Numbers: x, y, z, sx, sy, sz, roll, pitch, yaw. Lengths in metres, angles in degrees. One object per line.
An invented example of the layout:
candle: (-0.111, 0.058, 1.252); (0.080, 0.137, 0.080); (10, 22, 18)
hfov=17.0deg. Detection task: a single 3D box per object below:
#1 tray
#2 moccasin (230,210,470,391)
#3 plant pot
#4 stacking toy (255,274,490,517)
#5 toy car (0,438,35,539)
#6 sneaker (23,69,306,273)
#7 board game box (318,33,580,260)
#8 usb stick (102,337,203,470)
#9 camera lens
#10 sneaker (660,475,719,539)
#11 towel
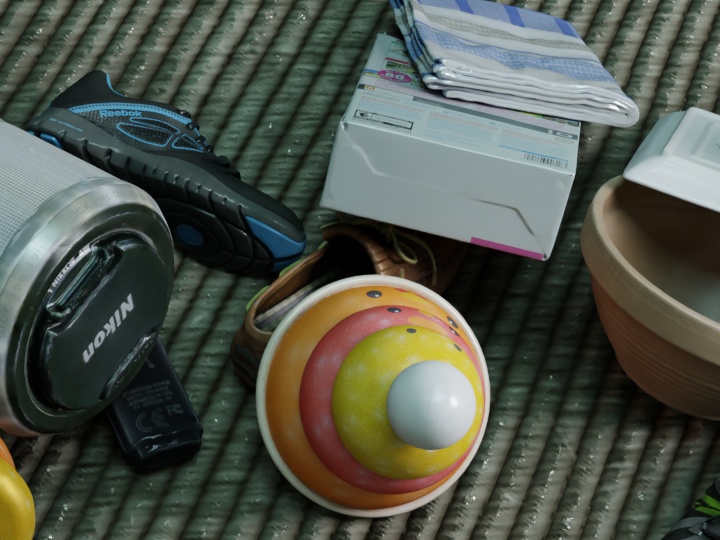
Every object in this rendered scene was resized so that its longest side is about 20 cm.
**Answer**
tray: (0.237, -0.072, 1.577); (0.107, 0.022, 0.200); (21, 18, 8)
moccasin: (-0.001, -0.001, 1.523); (0.201, 0.078, 0.074); (-30, 61, -28)
plant pot: (0.222, 0.029, 1.508); (0.200, 0.093, 0.201); (16, 29, -9)
stacking toy: (0.028, 0.076, 1.379); (0.146, 0.200, 0.147); (0, 90, -14)
toy car: (-0.286, 0.132, 1.351); (0.199, 0.176, 0.150); (-6, 21, -12)
sneaker: (-0.117, -0.069, 1.558); (0.200, 0.073, 0.082); (27, 53, 10)
board game box: (0.063, -0.082, 1.544); (0.147, 0.064, 0.200); (14, 22, 2)
usb stick: (-0.156, 0.036, 1.502); (0.055, 0.033, 0.200); (-13, 57, -26)
camera lens: (-0.223, -0.006, 1.426); (0.200, 0.160, 0.160); (26, 53, 27)
sneaker: (0.229, 0.149, 1.447); (0.071, 0.083, 0.200); (34, 56, 16)
towel: (0.098, -0.147, 1.612); (0.146, 0.024, 0.200); (10, 21, -12)
